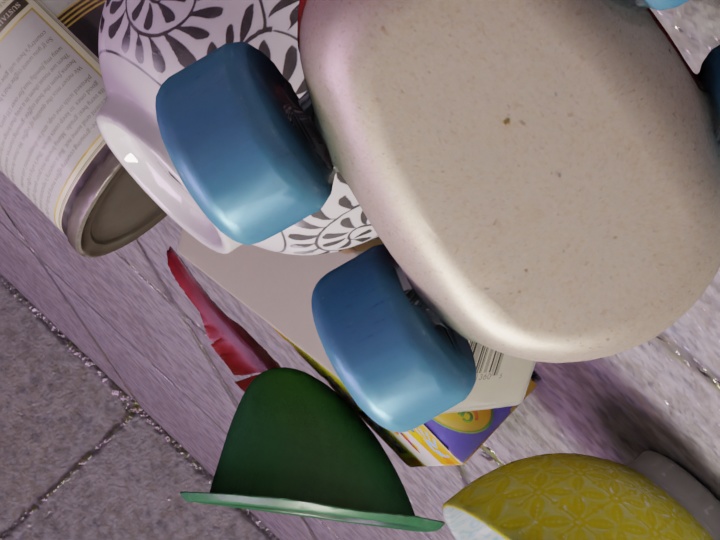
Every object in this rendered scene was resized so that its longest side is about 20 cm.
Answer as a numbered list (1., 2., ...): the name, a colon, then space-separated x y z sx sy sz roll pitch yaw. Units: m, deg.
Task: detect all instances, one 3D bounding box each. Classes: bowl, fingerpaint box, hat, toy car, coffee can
1. bowl: -0.058 -0.070 1.027 0.201 0.094 0.201 42 168 11
2. fingerpaint box: 0.003 0.030 1.415 0.200 0.073 0.167 45 169 -2
3. hat: -0.034 0.074 1.479 0.200 0.176 0.166 8 172 -9
4. toy car: 0.045 -0.083 0.769 0.177 0.184 0.200 52 -164 -30
5. coffee can: -0.187 -0.128 1.368 0.200 0.146 0.146 44 168 11
6. bowl: 0.153 0.167 1.260 0.200 0.108 0.200 44 168 12

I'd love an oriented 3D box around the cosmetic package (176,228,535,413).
1. cosmetic package: 0.000 0.000 1.220 0.105 0.071 0.200 -3 -152 -42
